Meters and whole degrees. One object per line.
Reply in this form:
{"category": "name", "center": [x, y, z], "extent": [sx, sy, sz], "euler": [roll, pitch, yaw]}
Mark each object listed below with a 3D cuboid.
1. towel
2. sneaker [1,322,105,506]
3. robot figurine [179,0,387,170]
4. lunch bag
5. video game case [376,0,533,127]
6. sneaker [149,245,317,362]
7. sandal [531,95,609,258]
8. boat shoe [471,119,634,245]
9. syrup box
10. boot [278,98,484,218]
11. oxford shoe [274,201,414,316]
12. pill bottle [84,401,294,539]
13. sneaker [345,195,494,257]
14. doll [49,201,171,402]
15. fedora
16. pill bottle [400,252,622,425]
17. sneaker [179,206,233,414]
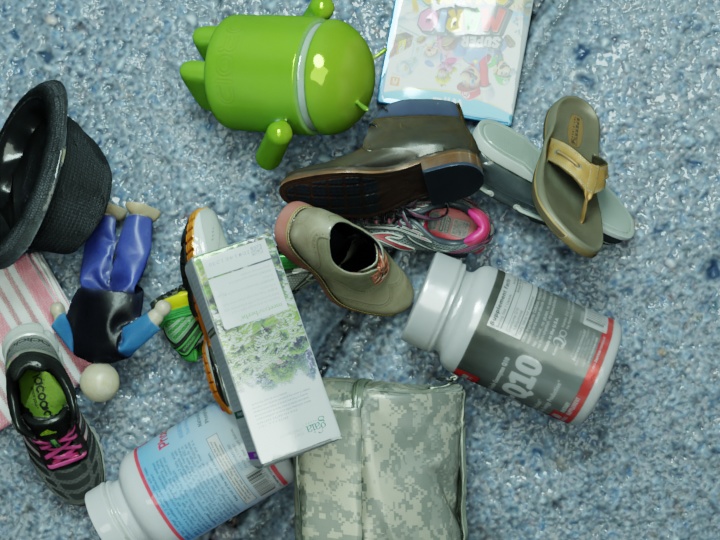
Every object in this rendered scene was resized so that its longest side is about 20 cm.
{"category": "towel", "center": [-0.382, 0.089, 1.511], "extent": [0.199, 0.030, 0.147], "euler": [-31, 91, 0]}
{"category": "sneaker", "center": [-0.308, 0.155, 1.461], "extent": [0.073, 0.087, 0.201], "euler": [-16, 108, -5]}
{"category": "robot figurine", "center": [-0.075, -0.194, 1.452], "extent": [0.199, 0.116, 0.176], "euler": [6, 62, 21]}
{"category": "lunch bag", "center": [0.024, 0.204, 1.446], "extent": [0.167, 0.139, 0.201], "euler": [0, 88, 7]}
{"category": "video game case", "center": [0.103, -0.259, 1.516], "extent": [0.142, 0.018, 0.201], "euler": [10, 89, 0]}
{"category": "sneaker", "center": [-0.108, 0.029, 1.492], "extent": [0.199, 0.078, 0.086], "euler": [-23, 96, 9]}
{"category": "sandal", "center": [0.216, -0.103, 1.445], "extent": [0.080, 0.054, 0.201], "euler": [25, 50, -19]}
{"category": "boat shoe", "center": [0.186, -0.080, 1.493], "extent": [0.200, 0.076, 0.060], "euler": [34, 129, -9]}
{"category": "syrup box", "center": [-0.091, 0.074, 1.344], "extent": [0.078, 0.081, 0.201], "euler": [-19, 87, -13]}
{"category": "boot", "center": [0.018, -0.112, 1.444], "extent": [0.199, 0.075, 0.097], "euler": [-5, 53, 2]}
{"category": "oxford shoe", "center": [0.000, 0.000, 1.434], "extent": [0.075, 0.200, 0.071], "euler": [14, 78, 42]}
{"category": "pill bottle", "center": [-0.169, 0.208, 1.465], "extent": [0.199, 0.109, 0.109], "euler": [-30, 89, -1]}
{"category": "sneaker", "center": [0.038, -0.060, 1.485], "extent": [0.199, 0.075, 0.081], "euler": [6, 89, 1]}
{"category": "doll", "center": [-0.248, 0.032, 1.471], "extent": [0.136, 0.048, 0.201], "euler": [4, 77, 22]}
{"category": "fedora", "center": [-0.308, -0.086, 1.464], "extent": [0.091, 0.200, 0.201], "euler": [23, 89, -33]}
{"category": "pill bottle", "center": [0.148, 0.066, 1.462], "extent": [0.199, 0.114, 0.114], "euler": [23, 89, 1]}
{"category": "sneaker", "center": [-0.117, 0.033, 1.428], "extent": [0.092, 0.076, 0.201], "euler": [-13, 89, -18]}
